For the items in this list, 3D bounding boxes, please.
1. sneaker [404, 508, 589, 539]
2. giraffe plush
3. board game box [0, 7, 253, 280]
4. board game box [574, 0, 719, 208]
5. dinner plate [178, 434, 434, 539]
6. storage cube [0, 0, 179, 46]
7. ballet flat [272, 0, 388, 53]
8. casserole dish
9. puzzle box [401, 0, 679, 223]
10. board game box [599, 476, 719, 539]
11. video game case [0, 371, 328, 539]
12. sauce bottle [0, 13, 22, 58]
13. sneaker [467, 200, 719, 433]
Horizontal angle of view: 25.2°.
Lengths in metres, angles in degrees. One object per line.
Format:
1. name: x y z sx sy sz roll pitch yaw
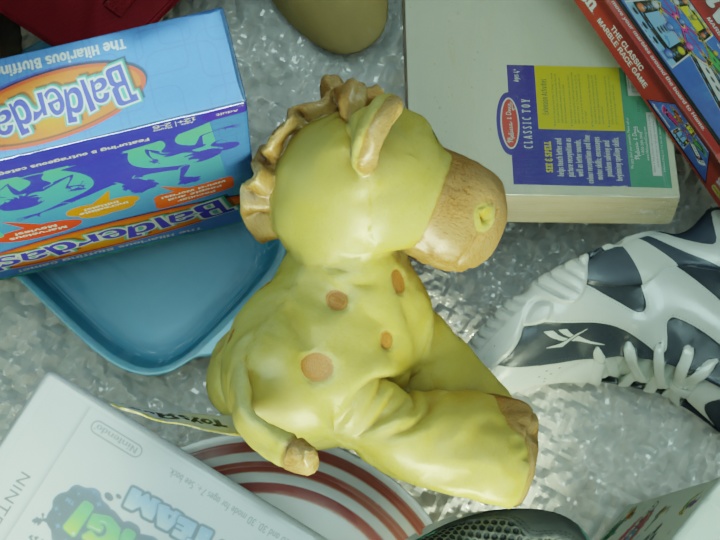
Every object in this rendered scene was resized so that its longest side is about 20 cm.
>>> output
1. sneaker: 0.009 0.150 0.665 0.200 0.091 0.078 -19 79 -9
2. giraffe plush: 0.000 0.000 0.720 0.200 0.172 0.162 13 93 -40
3. board game box: -0.125 -0.047 0.718 0.152 0.200 0.045 -14 80 -4
4. board game box: 0.167 -0.122 0.822 0.103 0.019 0.200 -25 77 -41
5. dinner plate: -0.047 0.175 0.738 0.200 0.024 0.200 1 76 -4
6. storage cube: -0.155 -0.233 0.766 0.171 0.180 0.200 -42 66 8
7. ballet flat: -0.047 -0.207 0.859 0.069 0.063 0.200 -28 78 15
8. casserole dish: -0.128 -0.032 0.836 0.200 0.039 0.121 42 80 7
9. puzzle box: 0.087 -0.112 0.832 0.133 0.025 0.200 1 58 -2
10. board game box: 0.178 0.167 0.722 0.148 0.200 0.064 40 80 7
11. video game case: -0.104 0.172 0.711 0.200 0.024 0.182 31 76 4
12. sauce bottle: -0.270 -0.133 0.824 0.200 0.066 0.066 20 78 21
13. sneaker: 0.158 0.049 0.806 0.199 0.080 0.130 -22 71 -16
